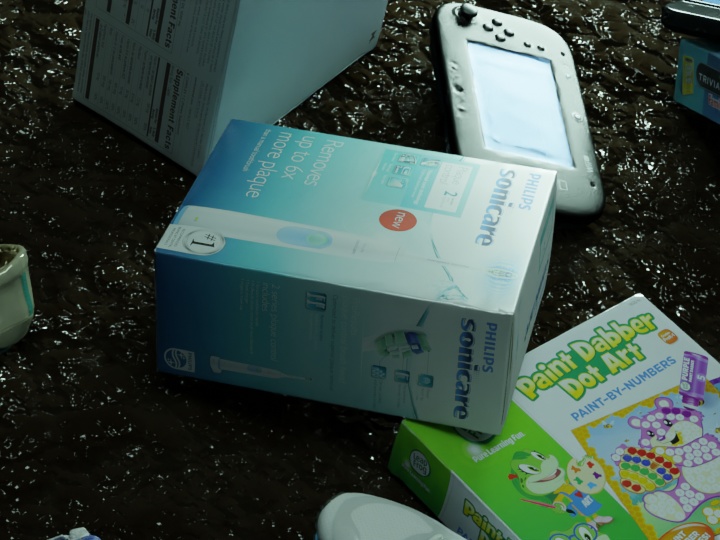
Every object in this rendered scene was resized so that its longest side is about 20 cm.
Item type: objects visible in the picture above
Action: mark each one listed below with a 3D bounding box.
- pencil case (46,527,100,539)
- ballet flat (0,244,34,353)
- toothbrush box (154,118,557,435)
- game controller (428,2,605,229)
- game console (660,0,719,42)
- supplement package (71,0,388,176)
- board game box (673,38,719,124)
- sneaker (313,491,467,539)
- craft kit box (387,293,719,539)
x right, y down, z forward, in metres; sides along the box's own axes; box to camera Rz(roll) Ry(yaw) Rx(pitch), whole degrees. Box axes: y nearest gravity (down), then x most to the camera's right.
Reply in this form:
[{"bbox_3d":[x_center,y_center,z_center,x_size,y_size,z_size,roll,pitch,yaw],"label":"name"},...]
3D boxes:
[{"bbox_3d":[-0.203,0.161,0.954,0.198,0.078,0.088,4,73,-12],"label":"pencil case"},{"bbox_3d":[-0.275,-0.006,1.119,0.198,0.070,0.070,10,43,-5],"label":"ballet flat"},{"bbox_3d":[0.000,0.000,1.144,0.198,0.086,0.147,11,36,10],"label":"toothbrush box"},{"bbox_3d":[0.101,-0.104,1.344,0.103,0.042,0.201,5,44,-11],"label":"game controller"},{"bbox_3d":[0.326,-0.216,1.406,0.175,0.117,0.200,17,21,28],"label":"game console"},{"bbox_3d":[-0.071,-0.185,1.296,0.110,0.156,0.200,31,45,17],"label":"supplement package"},{"bbox_3d":[0.335,-0.120,1.379,0.198,0.047,0.151,-2,19,-18],"label":"board game box"},{"bbox_3d":[0.063,0.163,1.025,0.199,0.087,0.075,34,47,21],"label":"sneaker"},{"bbox_3d":[0.152,0.120,1.126,0.199,0.049,0.197,-26,53,-35],"label":"craft kit box"}]
